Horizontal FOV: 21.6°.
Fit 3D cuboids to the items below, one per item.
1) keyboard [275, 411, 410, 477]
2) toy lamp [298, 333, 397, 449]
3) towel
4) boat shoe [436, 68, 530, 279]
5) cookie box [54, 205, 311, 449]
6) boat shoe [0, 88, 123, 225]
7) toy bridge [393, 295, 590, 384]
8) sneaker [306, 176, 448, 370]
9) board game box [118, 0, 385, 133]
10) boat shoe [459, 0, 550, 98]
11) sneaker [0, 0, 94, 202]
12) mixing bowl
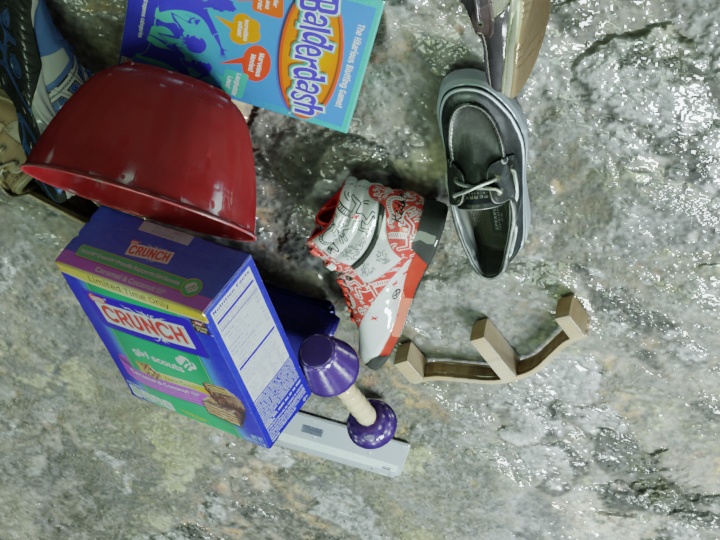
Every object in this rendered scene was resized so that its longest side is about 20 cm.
[{"bbox_3d":[-0.050,0.166,1.923,0.199,0.011,0.056,16,133,0],"label":"keyboard"},{"bbox_3d":[-0.014,0.111,1.772,0.058,0.058,0.200,2,157,15],"label":"toy lamp"},{"bbox_3d":[-0.128,0.046,1.793,0.200,0.050,0.148,21,145,-7],"label":"towel"},{"bbox_3d":[0.106,-0.075,1.570,0.072,0.071,0.200,-2,134,19],"label":"boat shoe"},{"bbox_3d":[-0.154,0.051,1.667,0.171,0.075,0.200,18,148,31],"label":"cookie box"},{"bbox_3d":[-0.297,-0.101,1.670,0.200,0.065,0.071,25,137,-10],"label":"boat shoe"},{"bbox_3d":[0.126,0.076,1.758,0.200,0.027,0.067,-18,129,32],"label":"toy bridge"},{"bbox_3d":[0.000,-0.001,1.687,0.108,0.067,0.202,19,134,-2],"label":"sneaker"},{"bbox_3d":[-0.086,-0.202,1.513,0.199,0.045,0.152,16,138,-1],"label":"board game box"},{"bbox_3d":[0.105,-0.218,1.426,0.065,0.072,0.200,17,143,17],"label":"boat shoe"},{"bbox_3d":[-0.259,-0.160,1.603,0.076,0.077,0.200,34,143,49],"label":"sneaker"},{"bbox_3d":[-0.166,-0.103,1.538,0.200,0.109,0.200,16,174,2],"label":"mixing bowl"}]
